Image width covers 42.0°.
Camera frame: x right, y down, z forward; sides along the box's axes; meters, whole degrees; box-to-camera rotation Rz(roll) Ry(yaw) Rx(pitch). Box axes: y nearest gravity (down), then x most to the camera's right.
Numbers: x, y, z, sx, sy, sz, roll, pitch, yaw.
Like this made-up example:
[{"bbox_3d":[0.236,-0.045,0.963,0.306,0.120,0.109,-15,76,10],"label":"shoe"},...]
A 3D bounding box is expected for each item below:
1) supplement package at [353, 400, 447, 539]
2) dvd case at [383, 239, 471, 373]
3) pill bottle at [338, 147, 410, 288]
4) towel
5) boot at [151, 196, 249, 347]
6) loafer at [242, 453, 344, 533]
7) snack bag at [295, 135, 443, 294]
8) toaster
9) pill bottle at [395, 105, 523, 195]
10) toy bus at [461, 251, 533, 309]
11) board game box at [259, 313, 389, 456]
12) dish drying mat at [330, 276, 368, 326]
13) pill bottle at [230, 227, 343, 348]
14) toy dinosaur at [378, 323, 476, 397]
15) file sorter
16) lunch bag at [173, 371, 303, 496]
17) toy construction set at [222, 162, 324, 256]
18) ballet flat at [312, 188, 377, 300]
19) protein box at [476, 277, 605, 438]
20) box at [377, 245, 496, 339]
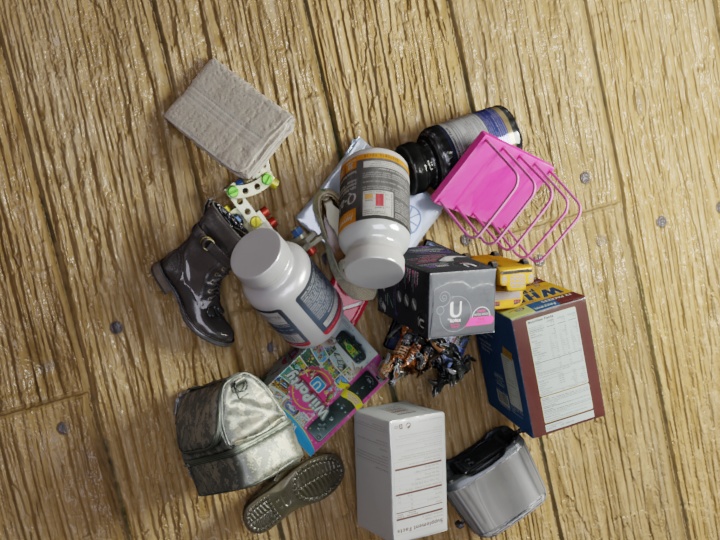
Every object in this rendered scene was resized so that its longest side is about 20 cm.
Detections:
[{"bbox_3d":[0.067,0.335,1.577,0.116,0.116,0.204,-4,95,-33],"label":"supplement package"},{"bbox_3d":[0.139,0.065,1.639,0.141,0.018,0.203,23,90,-11],"label":"dvd case"},{"bbox_3d":[0.022,-0.082,1.479,0.114,0.117,0.203,8,58,-11],"label":"pill bottle"},{"bbox_3d":[-0.209,-0.243,1.509,0.199,0.035,0.133,39,85,20],"label":"towel"},{"bbox_3d":[-0.227,0.006,1.511,0.173,0.069,0.201,-38,98,17],"label":"boot"},{"bbox_3d":[-0.119,0.367,1.587,0.198,0.067,0.077,-24,101,-24],"label":"loafer"},{"bbox_3d":[0.013,-0.094,1.591,0.199,0.021,0.190,38,85,-5],"label":"snack bag"},{"bbox_3d":[0.234,0.364,1.630,0.198,0.114,0.131,-32,102,-9],"label":"toaster"},{"bbox_3d":[0.162,-0.197,1.569,0.197,0.112,0.114,-20,97,-16],"label":"pill bottle"},{"bbox_3d":[0.212,0.014,1.533,0.064,0.200,0.080,-4,99,-17],"label":"toy bus"},{"bbox_3d":[-0.063,0.185,1.575,0.200,0.064,0.148,-43,109,-4],"label":"board game box"},{"bbox_3d":[0.000,0.000,1.609,0.076,0.018,0.202,28,88,-10],"label":"dish drying mat"},{"bbox_3d":[-0.117,0.025,1.476,0.119,0.119,0.201,-43,139,-6],"label":"pill bottle"},{"bbox_3d":[0.120,0.130,1.579,0.199,0.102,0.136,-41,87,-7],"label":"toy dinosaur"},{"bbox_3d":[0.245,-0.109,1.528,0.198,0.126,0.140,15,122,-44],"label":"file sorter"},{"bbox_3d":[-0.208,0.254,1.493,0.138,0.199,0.170,-21,89,-37],"label":"lunch bag"},{"bbox_3d":[-0.153,-0.092,1.543,0.131,0.092,0.201,-38,88,-5],"label":"toy construction set"},{"bbox_3d":[-0.029,-0.039,1.543,0.067,0.062,0.203,-26,93,-6],"label":"ballet flat"},{"bbox_3d":[0.291,0.139,1.571,0.133,0.198,0.204,-14,102,-11],"label":"protein box"},{"bbox_3d":[0.118,0.031,1.507,0.120,0.200,0.108,-4,103,-22],"label":"box"}]
